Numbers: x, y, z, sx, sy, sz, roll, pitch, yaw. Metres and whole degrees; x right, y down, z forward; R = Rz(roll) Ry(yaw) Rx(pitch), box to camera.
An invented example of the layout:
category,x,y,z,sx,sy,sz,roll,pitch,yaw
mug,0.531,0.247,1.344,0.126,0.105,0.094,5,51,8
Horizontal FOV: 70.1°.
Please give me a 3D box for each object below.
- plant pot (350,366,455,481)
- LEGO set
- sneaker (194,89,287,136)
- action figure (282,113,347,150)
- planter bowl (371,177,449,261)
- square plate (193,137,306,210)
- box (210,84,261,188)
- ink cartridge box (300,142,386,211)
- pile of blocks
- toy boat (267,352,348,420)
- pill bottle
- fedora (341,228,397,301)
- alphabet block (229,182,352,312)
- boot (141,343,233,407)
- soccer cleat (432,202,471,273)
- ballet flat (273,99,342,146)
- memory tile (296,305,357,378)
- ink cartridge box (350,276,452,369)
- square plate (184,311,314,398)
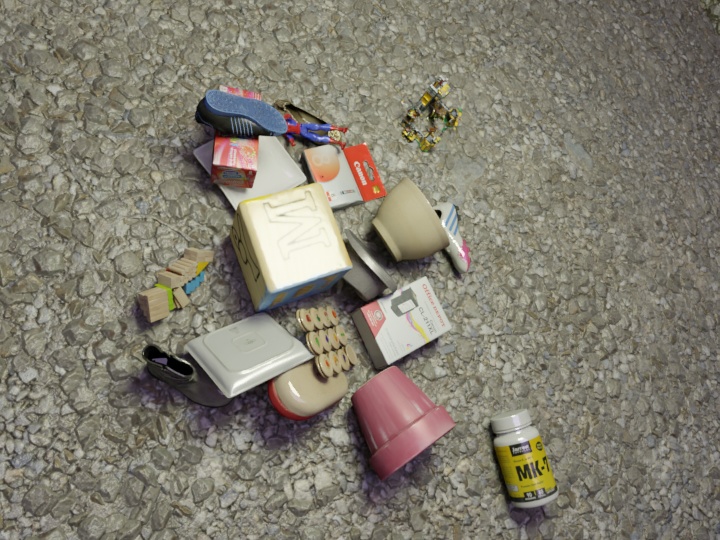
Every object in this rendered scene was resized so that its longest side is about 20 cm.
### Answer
category,x,y,z,sx,sy,sz,roll,pitch,yaw
plant pot,0.077,0.319,1.115,0.198,0.201,0.180,-26,67,-25
LEGO set,0.210,-0.444,1.435,0.199,0.116,0.154,-39,89,-26
sneaker,-0.255,-0.324,1.101,0.198,0.077,0.071,10,65,-40
action figure,-0.139,-0.339,1.265,0.196,0.066,0.099,15,31,9
planter bowl,0.110,-0.108,1.266,0.134,0.200,0.202,-33,86,1
square plate,-0.264,-0.247,1.235,0.197,0.028,0.201,-37,89,-27
box,-0.283,-0.302,1.169,0.098,0.095,0.204,6,71,-19
ink cartridge box,-0.036,-0.247,1.318,0.197,0.050,0.165,-19,81,-22
pile of blocks,-0.397,0.025,1.099,0.061,0.083,0.201,15,48,31
toy boat,-0.125,0.254,1.089,0.131,0.131,0.199,52,23,15
pill bottle,0.385,0.444,1.224,0.112,0.114,0.203,-11,77,-23
fedora,0.000,0.000,1.204,0.090,0.200,0.177,-42,129,4
alphabet block,-0.160,-0.046,1.130,0.194,0.195,0.203,-17,81,-26
boot,-0.337,0.213,1.012,0.198,0.131,0.069,27,66,-11
soccer cleat,0.232,-0.084,1.364,0.085,0.070,0.204,-6,70,-12
ballet flat,-0.133,-0.382,1.325,0.198,0.046,0.068,30,66,-10
memory tile,-0.069,0.150,1.119,0.017,0.200,0.155,-26,81,15
ink cartridge box,0.099,0.122,1.233,0.198,0.083,0.148,-24,82,-25
square plate,-0.227,0.155,1.041,0.198,0.029,0.197,-21,37,-36
